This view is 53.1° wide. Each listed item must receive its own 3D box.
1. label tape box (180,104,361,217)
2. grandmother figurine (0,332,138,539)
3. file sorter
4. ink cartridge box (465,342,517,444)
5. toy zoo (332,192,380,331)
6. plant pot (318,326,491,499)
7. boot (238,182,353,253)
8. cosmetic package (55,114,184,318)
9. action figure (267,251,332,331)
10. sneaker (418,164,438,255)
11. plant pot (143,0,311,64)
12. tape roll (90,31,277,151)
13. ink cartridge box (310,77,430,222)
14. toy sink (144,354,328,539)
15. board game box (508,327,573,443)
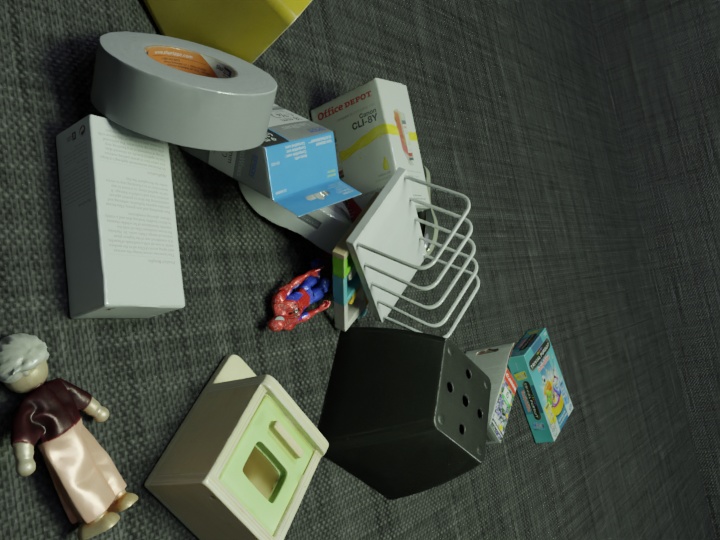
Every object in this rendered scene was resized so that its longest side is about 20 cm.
[{"bbox_3d":[-0.106,-0.153,0.918,0.144,0.199,0.064,-28,141,-53],"label":"label tape box"},{"bbox_3d":[-0.287,0.152,0.680,0.121,0.060,0.201,-66,132,-78],"label":"grandmother figurine"},{"bbox_3d":[0.086,-0.012,1.014,0.139,0.124,0.201,-54,150,-23],"label":"file sorter"},{"bbox_3d":[0.218,0.221,1.290,0.051,0.108,0.201,56,39,-23],"label":"ink cartridge box"},{"bbox_3d":[0.000,0.000,1.063,0.132,0.020,0.201,-55,158,-35],"label":"toy zoo"},{"bbox_3d":[0.079,0.199,1.053,0.200,0.176,0.201,42,46,-35],"label":"plant pot"},{"bbox_3d":[-0.092,-0.102,1.038,0.199,0.074,0.096,37,17,-23],"label":"boot"},{"bbox_3d":[-0.258,-0.053,0.776,0.101,0.071,0.202,5,73,-52],"label":"cosmetic package"},{"bbox_3d":[-0.072,0.028,1.018,0.200,0.051,0.066,-46,130,-48],"label":"action figure"},{"bbox_3d":[0.072,-0.116,1.258,0.106,0.074,0.202,26,48,-41],"label":"sneaker"},{"bbox_3d":[-0.168,-0.378,0.933,0.176,0.199,0.201,43,45,-19],"label":"plant pot"},{"bbox_3d":[-0.197,-0.205,0.814,0.200,0.199,0.067,-22,138,-54],"label":"tape roll"},{"bbox_3d":[0.013,-0.178,1.129,0.083,0.144,0.202,-3,80,-52],"label":"ink cartridge box"},{"bbox_3d":[-0.124,0.202,0.830,0.131,0.111,0.201,56,40,-25],"label":"toy sink"},{"bbox_3d":[0.394,0.248,1.572,0.151,0.047,0.202,-32,104,-53],"label":"board game box"}]
